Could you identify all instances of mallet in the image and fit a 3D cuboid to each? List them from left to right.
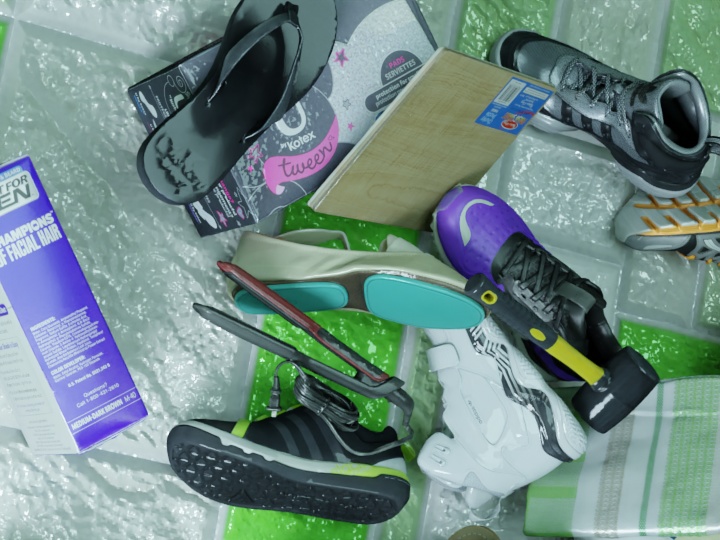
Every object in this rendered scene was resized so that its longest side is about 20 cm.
[{"bbox_3d":[0.152,0.049,1.640,0.066,0.041,0.200,-39,130,8],"label":"mallet"}]

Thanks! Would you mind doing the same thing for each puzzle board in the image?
[{"bbox_3d":[0.055,-0.095,1.630,0.017,0.200,0.151,47,107,22],"label":"puzzle board"}]

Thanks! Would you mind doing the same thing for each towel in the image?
[{"bbox_3d":[0.227,0.138,1.685,0.150,0.199,0.031,-76,153,-42],"label":"towel"}]

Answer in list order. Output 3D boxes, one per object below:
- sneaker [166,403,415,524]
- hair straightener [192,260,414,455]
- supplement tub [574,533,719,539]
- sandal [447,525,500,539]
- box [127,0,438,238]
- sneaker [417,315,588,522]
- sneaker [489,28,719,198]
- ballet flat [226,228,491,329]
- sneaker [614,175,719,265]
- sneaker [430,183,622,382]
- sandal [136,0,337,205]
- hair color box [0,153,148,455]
[{"bbox_3d":[-0.053,0.132,1.649,0.199,0.072,0.083,17,53,-23],"label":"sneaker"},{"bbox_3d":[-0.042,0.077,1.623,0.200,0.041,0.077,36,82,-19],"label":"hair straightener"},{"bbox_3d":[0.259,0.208,1.732,0.200,0.145,0.145,-44,103,-22],"label":"supplement tub"},{"bbox_3d":[0.099,0.297,1.705,0.070,0.077,0.213,-5,94,-57],"label":"sandal"},{"bbox_3d":[-0.046,-0.127,1.637,0.200,0.115,0.133,-30,98,-24],"label":"box"},{"bbox_3d":[0.071,0.093,1.688,0.115,0.075,0.200,-41,82,-3],"label":"sneaker"},{"bbox_3d":[0.201,-0.138,1.744,0.200,0.114,0.076,33,71,-6],"label":"sneaker"},{"bbox_3d":[0.000,0.000,1.648,0.199,0.069,0.070,5,82,1],"label":"ballet flat"},{"bbox_3d":[0.304,-0.033,1.819,0.199,0.078,0.078,-6,123,-14],"label":"sneaker"},{"bbox_3d":[0.139,0.011,1.702,0.070,0.099,0.200,-49,118,-17],"label":"sneaker"},{"bbox_3d":[-0.076,-0.127,1.535,0.076,0.043,0.201,38,73,-17],"label":"sandal"},{"bbox_3d":[-0.229,0.026,1.539,0.065,0.109,0.201,-29,98,-25],"label":"hair color box"}]
